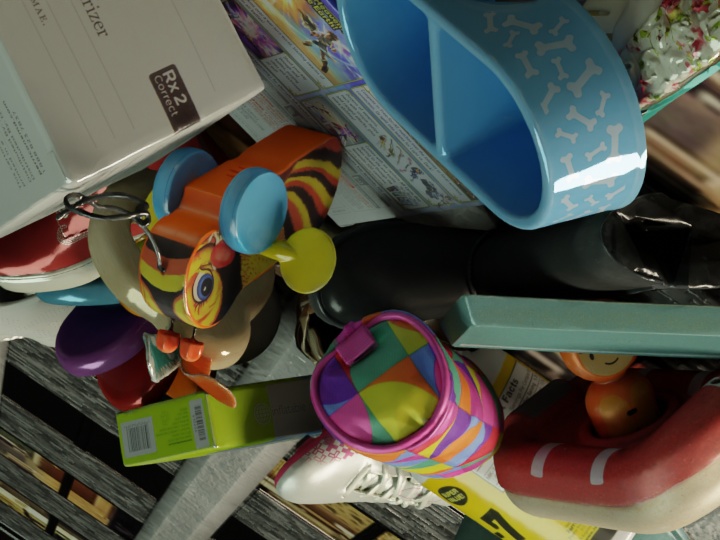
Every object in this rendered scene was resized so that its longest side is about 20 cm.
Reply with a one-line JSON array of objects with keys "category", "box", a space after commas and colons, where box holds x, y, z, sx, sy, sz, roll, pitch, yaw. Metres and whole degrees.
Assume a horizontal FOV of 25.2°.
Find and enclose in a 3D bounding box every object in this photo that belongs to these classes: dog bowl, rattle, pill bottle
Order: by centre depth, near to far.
[{"category": "dog bowl", "box": [0.054, -0.096, 0.766, 0.200, 0.049, 0.112, 46, 155, 38]}, {"category": "rattle", "box": [-0.129, 0.040, 1.016, 0.130, 0.201, 0.143, 26, 126, -39]}, {"category": "pill bottle", "box": [0.105, 0.126, 1.149, 0.199, 0.115, 0.114, 34, 157, 0]}]

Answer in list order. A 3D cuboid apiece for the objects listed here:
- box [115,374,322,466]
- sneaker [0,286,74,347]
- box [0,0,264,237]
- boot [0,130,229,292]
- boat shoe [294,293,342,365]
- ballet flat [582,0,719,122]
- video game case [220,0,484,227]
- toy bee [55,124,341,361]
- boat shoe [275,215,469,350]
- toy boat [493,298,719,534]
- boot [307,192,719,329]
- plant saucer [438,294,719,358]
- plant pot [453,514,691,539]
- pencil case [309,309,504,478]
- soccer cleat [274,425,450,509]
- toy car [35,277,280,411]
[{"category": "box", "box": [-0.076, 0.112, 1.259, 0.199, 0.048, 0.121, -5, 171, -44]}, {"category": "sneaker", "box": [-0.264, 0.020, 1.371, 0.089, 0.198, 0.076, -45, 60, 49]}, {"category": "box", "box": [-0.184, -0.141, 0.906, 0.199, 0.130, 0.201, -19, 100, 61]}, {"category": "boot", "box": [-0.196, -0.067, 1.125, 0.198, 0.073, 0.145, -20, 138, 8]}, {"category": "boat shoe", "box": [-0.017, 0.039, 1.190, 0.075, 0.072, 0.200, 34, 157, -1]}, {"category": "ballet flat", "box": [0.118, -0.097, 0.760, 0.064, 0.076, 0.200, 43, 154, -3]}, {"category": "video game case", "box": [-0.017, -0.112, 0.934, 0.200, 0.046, 0.181, 45, 156, -24]}, {"category": "toy bee", "box": [-0.089, -0.012, 0.897, 0.131, 0.198, 0.110, 32, 125, 49]}, {"category": "boat shoe", "box": [-0.001, 0.000, 1.070, 0.199, 0.072, 0.068, 30, 122, 20]}, {"category": "toy boat", "box": [0.162, 0.078, 0.998, 0.199, 0.130, 0.132, -3, 115, 54]}, {"category": "boot", "box": [0.085, -0.002, 0.907, 0.199, 0.163, 0.067, -2, 95, 59]}, {"category": "plant saucer", "box": [0.147, 0.033, 0.904, 0.197, 0.019, 0.070, 2, 165, -9]}, {"category": "plant pot", "box": [0.137, 0.270, 1.280, 0.199, 0.197, 0.201, 28, 155, 14]}, {"category": "pencil case", "box": [0.031, 0.077, 0.955, 0.088, 0.089, 0.200, 26, 176, 15]}, {"category": "soccer cleat", "box": [0.027, 0.146, 1.208, 0.087, 0.199, 0.070, 51, 132, 23]}, {"category": "toy car", "box": [-0.178, 0.029, 1.272, 0.174, 0.151, 0.200, 9, 150, 44]}]
